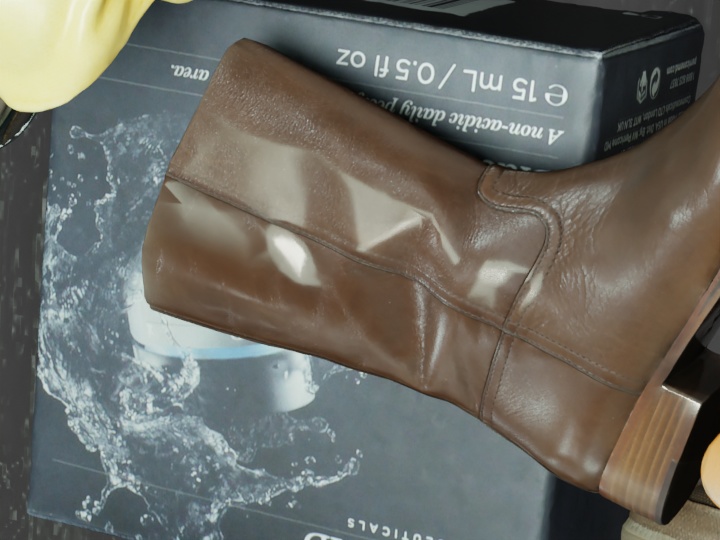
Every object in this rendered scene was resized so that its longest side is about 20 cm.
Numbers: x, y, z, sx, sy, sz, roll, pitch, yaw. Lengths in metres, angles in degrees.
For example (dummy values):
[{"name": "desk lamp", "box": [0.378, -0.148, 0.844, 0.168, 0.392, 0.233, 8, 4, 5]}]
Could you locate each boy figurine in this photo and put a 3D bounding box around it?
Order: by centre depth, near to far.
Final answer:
[{"name": "boy figurine", "box": [-0.035, -0.107, 0.732, 0.124, 0.200, 0.064, 23, 132, 47]}]

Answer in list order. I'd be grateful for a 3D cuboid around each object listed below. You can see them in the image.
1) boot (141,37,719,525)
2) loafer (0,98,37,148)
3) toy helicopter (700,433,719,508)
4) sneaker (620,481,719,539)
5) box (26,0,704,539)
[{"name": "boot", "box": [0.032, -0.040, 0.712, 0.200, 0.064, 0.187, 25, 106, 21]}, {"name": "loafer", "box": [-0.109, -0.128, 0.809, 0.072, 0.063, 0.200, 17, 105, -9]}, {"name": "toy helicopter", "box": [0.154, -0.001, 0.695, 0.079, 0.132, 0.200, 16, 107, 24]}, {"name": "sneaker", "box": [0.190, 0.081, 0.796, 0.200, 0.070, 0.076, 7, 86, 18]}, {"name": "box", "box": [0.000, 0.000, 0.827, 0.196, 0.117, 0.200, 11, 105, 22]}]
